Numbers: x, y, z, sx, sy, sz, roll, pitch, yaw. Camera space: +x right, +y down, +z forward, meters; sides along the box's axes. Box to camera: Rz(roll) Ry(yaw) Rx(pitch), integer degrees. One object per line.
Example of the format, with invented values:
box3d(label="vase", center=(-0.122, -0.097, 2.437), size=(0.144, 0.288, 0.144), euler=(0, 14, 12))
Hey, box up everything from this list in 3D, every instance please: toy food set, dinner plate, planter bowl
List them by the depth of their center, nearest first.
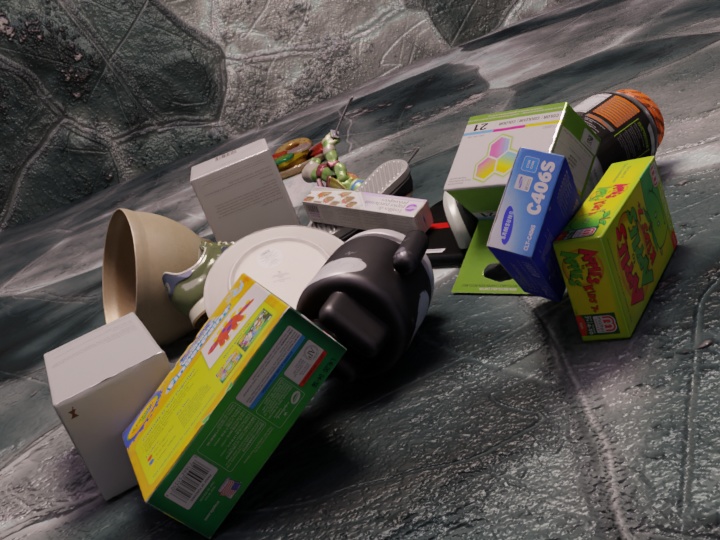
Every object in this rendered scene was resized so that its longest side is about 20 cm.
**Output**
box3d(label="dinner plate", center=(-0.094, 0.015, 1.139), size=(0.200, 0.024, 0.200), euler=(-2, 50, 2))
box3d(label="planter bowl", center=(-0.274, 0.015, 1.306), size=(0.135, 0.201, 0.200), euler=(0, 7, -27))
box3d(label="toy food set", center=(-0.160, -0.264, 2.182), size=(0.200, 0.049, 0.198), euler=(-34, 21, -36))

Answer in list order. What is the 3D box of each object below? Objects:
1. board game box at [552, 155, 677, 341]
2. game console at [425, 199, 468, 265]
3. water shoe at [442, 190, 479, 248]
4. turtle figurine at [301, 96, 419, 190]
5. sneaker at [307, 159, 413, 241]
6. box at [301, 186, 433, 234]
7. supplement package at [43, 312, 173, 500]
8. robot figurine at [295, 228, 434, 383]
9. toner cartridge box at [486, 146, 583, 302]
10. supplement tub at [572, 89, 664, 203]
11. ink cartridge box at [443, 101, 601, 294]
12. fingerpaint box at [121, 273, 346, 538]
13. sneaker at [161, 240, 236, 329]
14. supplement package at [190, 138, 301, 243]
box3d(label="board game box", center=(0.252, -0.026, 0.902), size=(0.048, 0.102, 0.200), euler=(-8, 22, 35))
box3d(label="game console", center=(0.137, -0.053, 1.252), size=(0.200, 0.031, 0.177), euler=(-3, 31, 47))
box3d(label="water shoe", center=(0.159, -0.097, 1.189), size=(0.079, 0.072, 0.200), euler=(-15, 24, 23))
box3d(label="turtle figurine", center=(-0.007, -0.176, 1.598), size=(0.144, 0.200, 0.194), euler=(8, -1, -27))
box3d(label="sneaker", center=(0.009, -0.081, 1.399), size=(0.200, 0.079, 0.078), euler=(-38, 41, -22))
box3d(label="box", center=(0.007, -0.083, 1.308), size=(0.200, 0.041, 0.039), euler=(10, 47, 37))
box3d(label="supplement package", center=(-0.258, 0.138, 1.000), size=(0.117, 0.117, 0.200), euler=(-26, 17, -15))
box3d(label="robot figurine", center=(0.008, 0.036, 0.981), size=(0.150, 0.125, 0.200), euler=(-9, 21, 23))
box3d(label="toner cartridge box", center=(0.171, -0.037, 0.875), size=(0.043, 0.095, 0.200), euler=(16, -7, 22))
box3d(label="supplement tub", center=(0.295, -0.151, 1.185), size=(0.200, 0.123, 0.122), euler=(-34, 21, -34))
box3d(label="ink cartridge box", center=(0.166, -0.078, 1.046), size=(0.148, 0.076, 0.200), euler=(0, 61, 49))
box3d(label="fingerpaint box", center=(-0.120, 0.115, 0.850), size=(0.200, 0.073, 0.167), euler=(-54, 23, -5))
box3d(label="sneaker", center=(-0.173, -0.015, 1.226), size=(0.200, 0.090, 0.067), euler=(-41, -14, -30))
box3d(label="supplement package", center=(-0.154, -0.072, 1.357), size=(0.121, 0.200, 0.120), euler=(-22, 18, -3))
